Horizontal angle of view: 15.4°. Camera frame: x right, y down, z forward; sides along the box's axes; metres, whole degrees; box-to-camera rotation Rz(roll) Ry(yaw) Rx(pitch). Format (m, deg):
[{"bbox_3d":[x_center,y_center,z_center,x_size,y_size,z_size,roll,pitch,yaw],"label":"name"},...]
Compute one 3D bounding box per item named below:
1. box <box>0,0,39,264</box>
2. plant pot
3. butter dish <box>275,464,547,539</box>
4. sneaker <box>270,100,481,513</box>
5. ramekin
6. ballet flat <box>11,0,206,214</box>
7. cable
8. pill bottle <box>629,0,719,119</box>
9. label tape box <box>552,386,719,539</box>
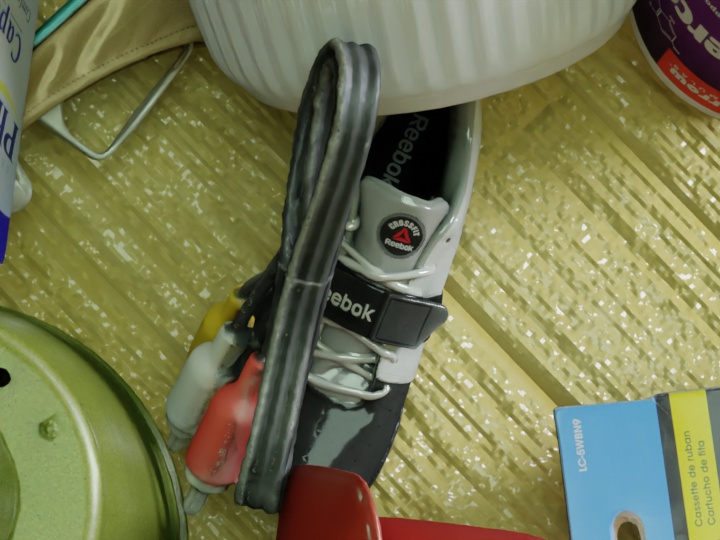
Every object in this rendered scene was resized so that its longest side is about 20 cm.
[{"bbox_3d":[-0.221,-0.113,0.994,0.183,0.105,0.201,2,70,9],"label":"box"},{"bbox_3d":[-0.158,0.091,0.962,0.199,0.193,0.202,1,78,-6],"label":"plant pot"},{"bbox_3d":[0.048,0.167,0.957,0.147,0.199,0.201,-4,89,-9],"label":"butter dish"},{"bbox_3d":[0.000,0.000,1.052,0.074,0.089,0.201,16,79,-4],"label":"sneaker"},{"bbox_3d":[0.018,-0.138,1.028,0.199,0.200,0.106,-15,114,-9],"label":"ramekin"},{"bbox_3d":[-0.134,-0.059,1.062,0.200,0.069,0.063,-39,100,-10],"label":"ballet flat"},{"bbox_3d":[-0.036,0.010,0.978,0.050,0.201,0.097,8,41,-10],"label":"cable"},{"bbox_3d":[0.168,-0.122,1.035,0.112,0.200,0.113,1,78,-6],"label":"pill bottle"},{"bbox_3d":[0.177,0.117,1.058,0.199,0.063,0.145,-5,80,-7],"label":"label tape box"}]
